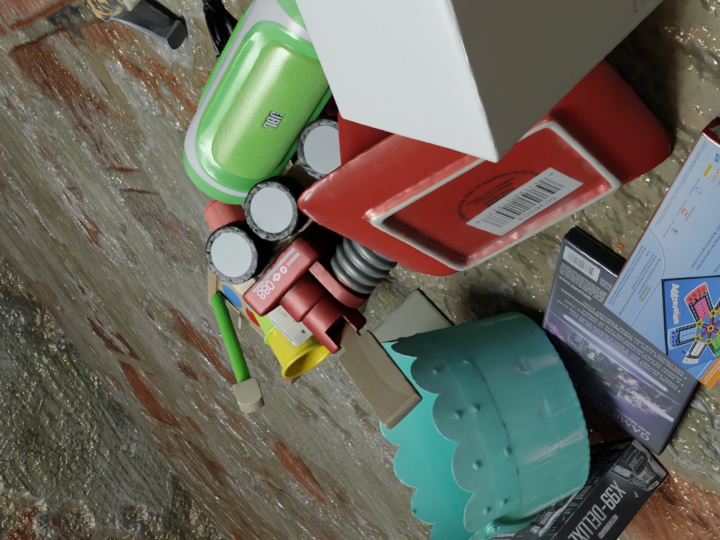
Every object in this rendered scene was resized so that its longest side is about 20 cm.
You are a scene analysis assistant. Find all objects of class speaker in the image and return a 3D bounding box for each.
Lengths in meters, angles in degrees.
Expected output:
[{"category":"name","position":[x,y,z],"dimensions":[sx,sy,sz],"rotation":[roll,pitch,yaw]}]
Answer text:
[{"category":"speaker","position":[-0.068,-0.142,0.831],"dimensions":[0.088,0.088,0.200],"rotation":[44,132,7]}]

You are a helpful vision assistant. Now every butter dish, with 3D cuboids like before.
[{"category":"butter dish","position":[0.070,-0.105,0.702],"dimensions":[0.199,0.199,0.149],"rotation":[25,-138,-54]}]

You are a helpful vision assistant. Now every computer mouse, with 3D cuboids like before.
[{"category":"computer mouse","position":[-0.093,-0.168,0.992],"dimensions":[0.141,0.046,0.201],"rotation":[-111,0,-54]}]

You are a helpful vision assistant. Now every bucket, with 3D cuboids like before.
[{"category":"bucket","position":[0.107,0.142,0.989],"dimensions":[0.207,0.133,0.210],"rotation":[163,90,-75]}]

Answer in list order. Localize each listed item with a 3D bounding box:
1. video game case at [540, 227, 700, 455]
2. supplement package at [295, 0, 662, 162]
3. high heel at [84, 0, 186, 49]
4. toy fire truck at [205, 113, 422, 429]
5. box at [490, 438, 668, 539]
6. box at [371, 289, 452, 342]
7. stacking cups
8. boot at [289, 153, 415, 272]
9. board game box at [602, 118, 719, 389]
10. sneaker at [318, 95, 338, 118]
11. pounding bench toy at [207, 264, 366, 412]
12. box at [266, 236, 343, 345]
[{"category":"video game case","position":[0.215,0.065,0.903],"dimensions":[0.142,0.019,0.201],"rotation":[38,156,23]},{"category":"supplement package","position":[0.074,-0.169,0.546],"dimensions":[0.117,0.200,0.118],"rotation":[23,147,43]},{"category":"high heel","position":[-0.256,-0.308,1.065],"dimensions":[0.142,0.072,0.200],"rotation":[31,162,20]},{"category":"toy fire truck","position":[0.000,0.000,0.824],"dimensions":[0.200,0.129,0.176],"rotation":[46,112,3]},{"category":"box","position":[0.187,0.243,1.058],"dimensions":[0.050,0.158,0.200],"rotation":[48,156,-2]},{"category":"box","position":[0.093,0.124,1.133],"dimensions":[0.200,0.082,0.068],"rotation":[47,158,5]},{"category":"stacking cups","position":[-0.103,0.011,1.110],"dimensions":[0.201,0.060,0.061],"rotation":[57,160,18]},{"category":"boot","position":[-0.002,-0.067,1.005],"dimensions":[0.073,0.075,0.201],"rotation":[0,130,57]},{"category":"board game box","position":[0.238,-0.003,0.731],"dimensions":[0.103,0.019,0.201],"rotation":[41,150,18]},{"category":"sneaker","position":[-0.029,-0.155,0.916],"dimensions":[0.201,0.071,0.098],"rotation":[54,156,-10]},{"category":"pounding bench toy","position":[-0.110,0.038,1.199],"dimensions":[0.156,0.200,0.124],"rotation":[42,157,11]},{"category":"box","position":[-0.050,-0.013,1.022],"dimensions":[0.068,0.082,0.200],"rotation":[46,-168,-15]}]
